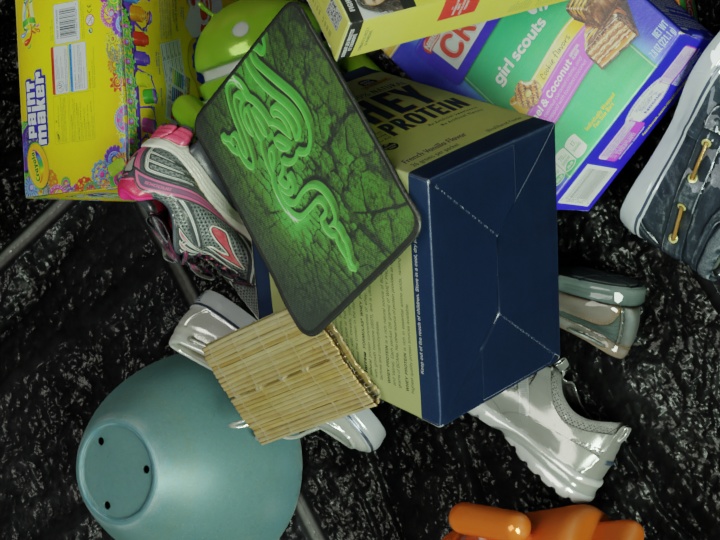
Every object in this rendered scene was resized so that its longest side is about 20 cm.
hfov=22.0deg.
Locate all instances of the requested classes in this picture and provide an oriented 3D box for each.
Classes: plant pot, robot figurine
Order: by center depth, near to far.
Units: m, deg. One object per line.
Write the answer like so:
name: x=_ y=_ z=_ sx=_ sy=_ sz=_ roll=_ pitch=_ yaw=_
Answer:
robot figurine: x=0.132 y=0.244 z=1.437 sx=0.200 sy=0.144 sz=0.117 roll=-16 pitch=65 yaw=33
robot figurine: x=-0.068 y=-0.140 z=1.552 sx=0.116 sy=0.175 sz=0.200 roll=-2 pitch=108 yaw=68
plant pot: x=-0.170 y=0.171 z=1.630 sx=0.200 sy=0.135 sz=0.200 roll=1 pitch=91 yaw=34

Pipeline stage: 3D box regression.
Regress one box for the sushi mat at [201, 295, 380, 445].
sushi mat: x=-0.058 y=0.080 z=1.437 sx=0.096 sy=0.012 sz=0.200 roll=57 pitch=149 yaw=-5

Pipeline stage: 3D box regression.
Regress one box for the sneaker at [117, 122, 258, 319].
sneaker: x=-0.124 y=-0.024 z=1.517 sx=0.081 sy=0.075 sz=0.200 roll=-3 pitch=131 yaw=54

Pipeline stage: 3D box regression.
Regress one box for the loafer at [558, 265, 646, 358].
loafer: x=0.127 y=0.021 z=1.470 sx=0.200 sy=0.072 sz=0.063 roll=13 pitch=103 yaw=31

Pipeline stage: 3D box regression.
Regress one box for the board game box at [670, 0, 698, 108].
board game box: x=0.170 y=-0.177 z=1.461 sx=0.200 sy=0.029 sz=0.135 roll=-14 pitch=82 yaw=34

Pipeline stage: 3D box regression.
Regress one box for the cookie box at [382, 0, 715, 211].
cookie box: x=0.141 y=-0.172 z=1.417 sx=0.200 sy=0.075 sz=0.171 roll=47 pitch=113 yaw=26

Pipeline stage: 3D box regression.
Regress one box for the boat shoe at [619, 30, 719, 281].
boat shoe: x=0.277 y=-0.093 z=1.370 sx=0.091 sy=0.071 sz=0.200 roll=38 pitch=117 yaw=27

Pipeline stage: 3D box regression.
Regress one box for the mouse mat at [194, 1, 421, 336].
mouse mat: x=-0.042 y=-0.070 z=1.327 sx=0.161 sy=0.008 sz=0.200 roll=-45 pitch=65 yaw=43

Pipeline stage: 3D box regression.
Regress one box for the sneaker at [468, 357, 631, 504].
sneaker: x=0.131 y=0.093 z=1.475 sx=0.200 sy=0.075 sz=0.082 roll=42 pitch=100 yaw=18

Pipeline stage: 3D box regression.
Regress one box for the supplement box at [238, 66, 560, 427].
supplement box: x=0.030 y=-0.024 z=1.389 sx=0.200 sy=0.134 sz=0.200 roll=22 pitch=126 yaw=42

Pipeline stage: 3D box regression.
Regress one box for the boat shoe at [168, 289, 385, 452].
boat shoe: x=-0.079 y=0.106 z=1.565 sx=0.202 sy=0.075 sz=0.086 roll=37 pitch=70 yaw=6

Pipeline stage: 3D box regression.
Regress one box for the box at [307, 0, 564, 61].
box: x=0.061 y=-0.212 z=1.317 sx=0.075 sy=0.200 sz=0.050 roll=66 pitch=156 yaw=19

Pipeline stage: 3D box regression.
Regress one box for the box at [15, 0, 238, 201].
box: x=-0.185 y=-0.163 z=1.603 sx=0.122 sy=0.193 sz=0.200 roll=-4 pitch=87 yaw=35
